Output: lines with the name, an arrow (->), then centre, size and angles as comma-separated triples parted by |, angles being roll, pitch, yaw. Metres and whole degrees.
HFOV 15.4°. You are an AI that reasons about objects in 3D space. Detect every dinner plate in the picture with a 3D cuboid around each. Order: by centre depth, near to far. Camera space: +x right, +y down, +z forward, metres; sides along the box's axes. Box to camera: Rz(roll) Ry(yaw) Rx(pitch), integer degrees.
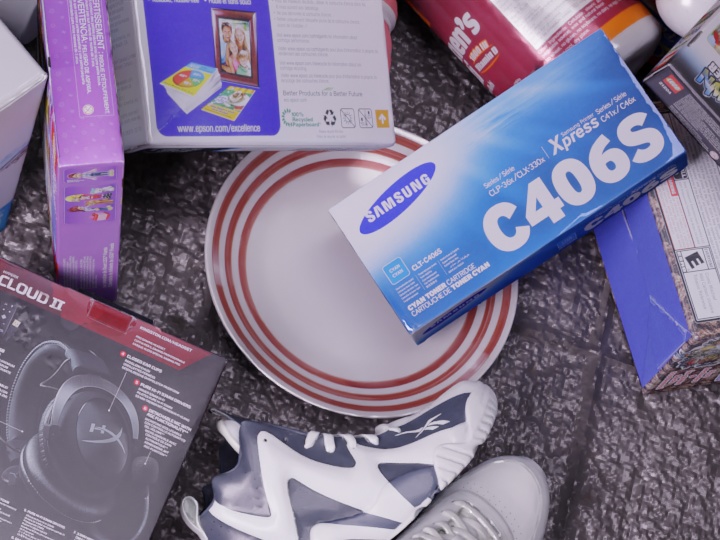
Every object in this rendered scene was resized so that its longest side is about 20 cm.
dinner plate -> 0.000, 0.000, 1.650 | 0.200, 0.024, 0.201 | 5, 65, -12

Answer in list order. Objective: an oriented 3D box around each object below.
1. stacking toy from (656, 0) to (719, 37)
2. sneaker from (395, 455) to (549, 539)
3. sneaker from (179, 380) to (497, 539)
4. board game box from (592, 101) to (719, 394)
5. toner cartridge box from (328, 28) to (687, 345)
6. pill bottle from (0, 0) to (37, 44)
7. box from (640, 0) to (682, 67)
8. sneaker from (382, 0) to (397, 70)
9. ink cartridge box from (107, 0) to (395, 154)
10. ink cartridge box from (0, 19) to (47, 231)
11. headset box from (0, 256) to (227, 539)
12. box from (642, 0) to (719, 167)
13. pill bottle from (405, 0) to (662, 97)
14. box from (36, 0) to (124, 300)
stacking toy -> 0.166, -0.227, 1.653 | 0.146, 0.146, 0.200 | -37, 101, -26
sneaker -> 0.051, 0.177, 1.541 | 0.075, 0.100, 0.200 | 41, 61, 6
sneaker -> -0.022, 0.106, 1.559 | 0.130, 0.079, 0.199 | 45, 79, 1
board game box -> 0.261, -0.024, 1.689 | 0.200, 0.097, 0.160 | -7, 69, -18
toner cartridge box -> 0.090, -0.050, 1.615 | 0.200, 0.043, 0.095 | -34, 76, 1
pill bottle -> -0.268, -0.225, 1.630 | 0.200, 0.111, 0.111 | 33, 62, 0
box -> 0.220, -0.196, 1.753 | 0.200, 0.100, 0.095 | 44, 66, 7
sneaker -> -0.070, -0.144, 1.668 | 0.200, 0.074, 0.087 | 3, 67, -14
ink cartridge box -> -0.068, -0.170, 1.588 | 0.198, 0.043, 0.201 | -2, 87, -43
ink cartridge box -> -0.287, -0.081, 1.509 | 0.146, 0.200, 0.147 | -36, 80, -26
headset box -> -0.177, 0.099, 1.528 | 0.149, 0.077, 0.200 | 24, 62, -4
box -> 0.275, -0.080, 1.621 | 0.200, 0.035, 0.110 | 48, 63, -5
pill bottle -> 0.090, -0.187, 1.710 | 0.110, 0.110, 0.200 | -38, 80, -26
box -> -0.163, -0.080, 1.542 | 0.039, 0.200, 0.137 | -4, 68, -8
